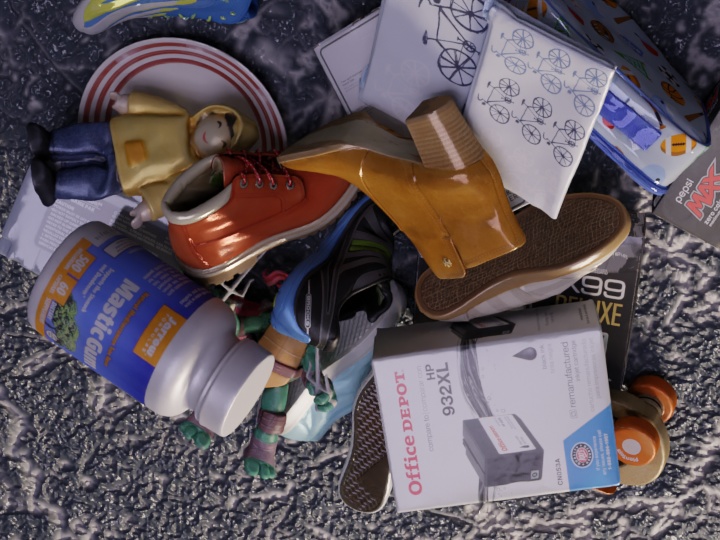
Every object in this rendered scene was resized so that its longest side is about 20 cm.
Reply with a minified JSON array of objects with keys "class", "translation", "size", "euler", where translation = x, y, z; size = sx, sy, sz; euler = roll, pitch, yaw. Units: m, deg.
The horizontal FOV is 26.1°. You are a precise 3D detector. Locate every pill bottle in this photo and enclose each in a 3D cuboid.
[{"class":"pill bottle","translation":[-0.176,0.054,1.332],"size":[0.199,0.112,0.113],"euler":[32,123,12]}]

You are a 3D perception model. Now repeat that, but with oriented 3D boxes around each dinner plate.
[{"class":"dinner plate","translation":[-0.160,-0.120,1.410],"size":[0.197,0.024,0.202],"euler":[6,121,11]}]

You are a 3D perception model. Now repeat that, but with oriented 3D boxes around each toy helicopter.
[{"class":"toy helicopter","translation":[0.193,0.145,1.461],"size":[0.198,0.079,0.133],"euler":[22,131,13]}]

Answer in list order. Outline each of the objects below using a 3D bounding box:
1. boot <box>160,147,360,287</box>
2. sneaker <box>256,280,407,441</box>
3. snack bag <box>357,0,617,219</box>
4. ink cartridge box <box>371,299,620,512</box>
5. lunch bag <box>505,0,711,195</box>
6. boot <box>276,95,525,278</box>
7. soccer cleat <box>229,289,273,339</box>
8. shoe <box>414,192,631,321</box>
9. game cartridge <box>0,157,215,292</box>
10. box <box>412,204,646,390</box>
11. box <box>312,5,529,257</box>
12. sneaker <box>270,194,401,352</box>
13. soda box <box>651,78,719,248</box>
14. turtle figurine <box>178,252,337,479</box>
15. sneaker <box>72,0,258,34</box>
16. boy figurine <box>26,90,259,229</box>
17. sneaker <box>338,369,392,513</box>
[{"class":"boot","translation":[-0.080,-0.074,1.332],"size":[0.199,0.075,0.108],"euler":[-34,144,-10]},{"class":"sneaker","translation":[-0.012,0.087,1.477],"size":[0.081,0.074,0.200],"euler":[24,122,-37]},{"class":"snack bag","translation":[0.088,-0.143,1.184],"size":[0.199,0.021,0.189],"euler":[33,149,11]},{"class":"ink cartridge box","translation":[0.117,0.118,1.349],"size":[0.197,0.084,0.147],"euler":[-8,105,6]},{"class":"lunch bag","translation":[0.186,-0.155,1.226],"size":[0.199,0.161,0.076],"euler":[39,116,-10]},{"class":"boot","translation":[0.030,-0.057,1.261],"size":[0.200,0.071,0.145],"euler":[-8,117,42]},{"class":"soccer cleat","translation":[-0.175,0.040,1.477],"size":[0.198,0.067,0.077],"euler":[19,107,-3]},{"class":"shoe","translation":[0.142,-0.009,1.330],"size":[0.198,0.071,0.053],"euler":[-23,153,20]},{"class":"game cartridge","translation":[-0.218,-0.034,1.412],"size":[0.198,0.040,0.134],"euler":[27,103,1]},{"class":"box","translation":[0.149,0.014,1.396],"size":[0.197,0.050,0.159],"euler":[9,121,9]},{"class":"box","translation":[0.060,-0.128,1.300],"size":[0.116,0.060,0.202],"euler":[-28,93,25]},{"class":"sneaker","translation":[0.000,0.000,1.345],"size":[0.082,0.200,0.071],"euler":[34,141,9]},{"class":"soda box","translation":[0.317,-0.121,1.272],"size":[0.070,0.064,0.201],"euler":[27,122,-3]},{"class":"turtle figurine","translation":[-0.079,0.082,1.409],"size":[0.149,0.101,0.201],"euler":[33,109,14]},{"class":"sneaker","translation":[-0.149,-0.234,1.312],"size":[0.199,0.076,0.105],"euler":[-31,109,25]},{"class":"boy figurine","translation":[-0.186,-0.099,1.355],"size":[0.197,0.064,0.126],"euler":[-6,74,1]},{"class":"sneaker","translation":[0.029,0.133,1.469],"size":[0.072,0.085,0.201],"euler":[26,127,3]}]
